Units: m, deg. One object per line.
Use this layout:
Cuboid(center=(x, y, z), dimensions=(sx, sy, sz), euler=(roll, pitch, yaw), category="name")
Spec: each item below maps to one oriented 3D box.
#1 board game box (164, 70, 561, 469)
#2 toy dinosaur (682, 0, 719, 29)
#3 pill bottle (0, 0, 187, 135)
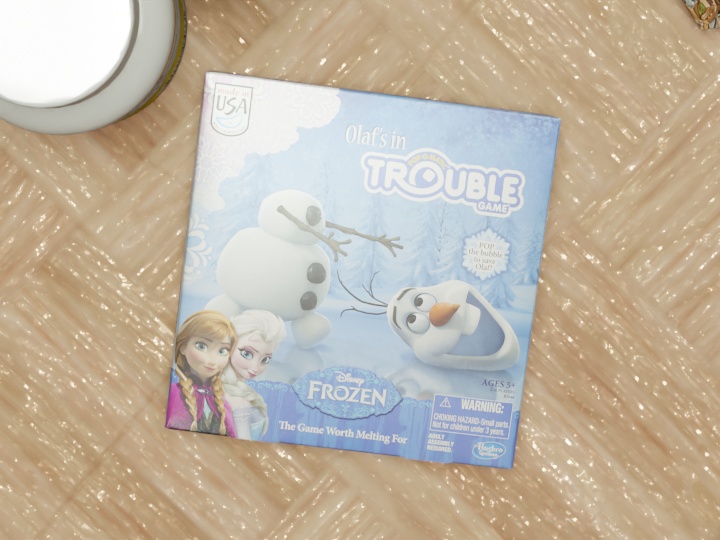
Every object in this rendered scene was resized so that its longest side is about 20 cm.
Cuboid(center=(0.000, 0.000, 0.917), dimensions=(0.198, 0.043, 0.201), euler=(6, 96, -4), category="board game box")
Cuboid(center=(0.212, -0.234, 0.879), dimensions=(0.134, 0.102, 0.201), euler=(0, 122, 12), category="toy dinosaur")
Cuboid(center=(-0.146, -0.125, 0.813), dimensions=(0.112, 0.200, 0.114), euler=(0, 98, -3), category="pill bottle")
